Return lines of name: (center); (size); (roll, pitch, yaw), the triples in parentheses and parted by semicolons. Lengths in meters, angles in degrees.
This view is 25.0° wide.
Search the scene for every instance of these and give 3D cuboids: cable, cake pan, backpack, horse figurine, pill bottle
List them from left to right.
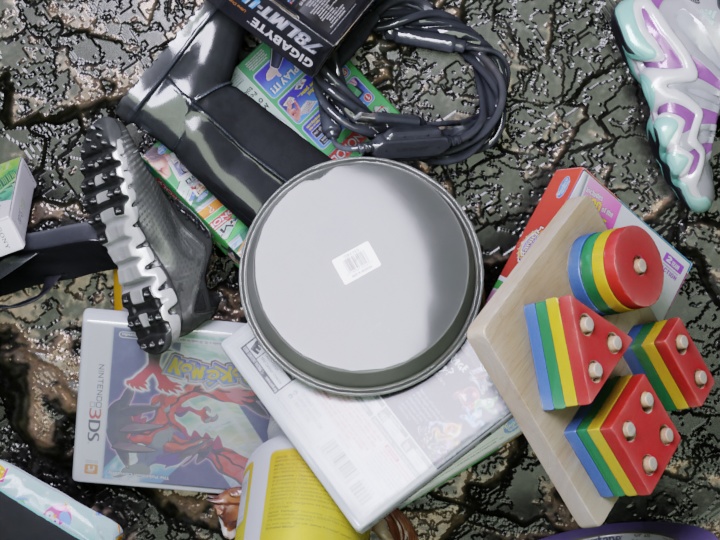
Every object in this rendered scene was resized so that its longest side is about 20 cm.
backpack: (-0.310, 0.276, 1.430); (0.176, 0.153, 0.200); (28, 132, -4)
pill bottle: (-0.046, 0.207, 1.357); (0.112, 0.112, 0.200); (6, 52, 0)
horse figurine: (-0.027, 0.241, 1.457); (0.200, 0.050, 0.133); (-12, 103, 27)
cake pan: (0.000, 0.000, 1.309); (0.200, 0.037, 0.200); (0, 77, 2)
cable: (0.042, -0.168, 1.413); (0.200, 0.051, 0.163); (-9, 65, -29)

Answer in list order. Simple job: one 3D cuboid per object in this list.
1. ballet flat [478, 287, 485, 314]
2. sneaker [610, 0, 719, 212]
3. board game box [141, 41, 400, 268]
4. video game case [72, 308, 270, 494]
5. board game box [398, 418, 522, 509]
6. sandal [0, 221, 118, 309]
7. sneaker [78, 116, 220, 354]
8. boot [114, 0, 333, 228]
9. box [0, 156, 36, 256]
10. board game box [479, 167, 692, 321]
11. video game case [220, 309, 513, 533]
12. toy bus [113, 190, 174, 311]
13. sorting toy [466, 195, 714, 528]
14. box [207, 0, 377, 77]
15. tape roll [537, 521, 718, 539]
ballet flat: (0.072, 0.040, 1.390); (0.068, 0.072, 0.200); (-7, 101, 41)
sneaker: (0.315, -0.161, 1.425); (0.140, 0.078, 0.200); (-19, 96, 3)
board game box: (-0.078, -0.115, 1.420); (0.135, 0.029, 0.200); (47, 72, -7)
video game case: (-0.150, 0.121, 1.437); (0.200, 0.023, 0.182); (6, 123, -7)
board game box: (0.041, 0.093, 1.464); (0.153, 0.040, 0.200); (-32, 95, 3)
sandal: (-0.294, 0.001, 1.417); (0.200, 0.076, 0.043); (-14, 60, 28)
sneaker: (-0.172, -0.036, 1.364); (0.090, 0.066, 0.200); (-22, 95, -42)
boot: (-0.079, -0.129, 1.371); (0.200, 0.066, 0.165); (39, 81, -5)
box: (-0.384, -0.028, 1.410); (0.200, 0.144, 0.036); (-19, 116, 1)
board game box: (0.187, 0.036, 1.404); (0.153, 0.040, 0.200); (38, 72, -26)
video game case: (0.013, 0.082, 1.329); (0.182, 0.023, 0.200); (-37, 69, -3)
toy bus: (-0.179, -0.009, 1.451); (0.078, 0.065, 0.200); (0, 96, 2)
sorting toy: (0.201, 0.067, 1.313); (0.070, 0.200, 0.199); (-14, 115, 43)
box: (-0.069, -0.282, 1.366); (0.198, 0.200, 0.050); (35, 136, -2)
tape roll: (0.218, 0.287, 1.411); (0.200, 0.200, 0.085); (-10, 95, 1)
